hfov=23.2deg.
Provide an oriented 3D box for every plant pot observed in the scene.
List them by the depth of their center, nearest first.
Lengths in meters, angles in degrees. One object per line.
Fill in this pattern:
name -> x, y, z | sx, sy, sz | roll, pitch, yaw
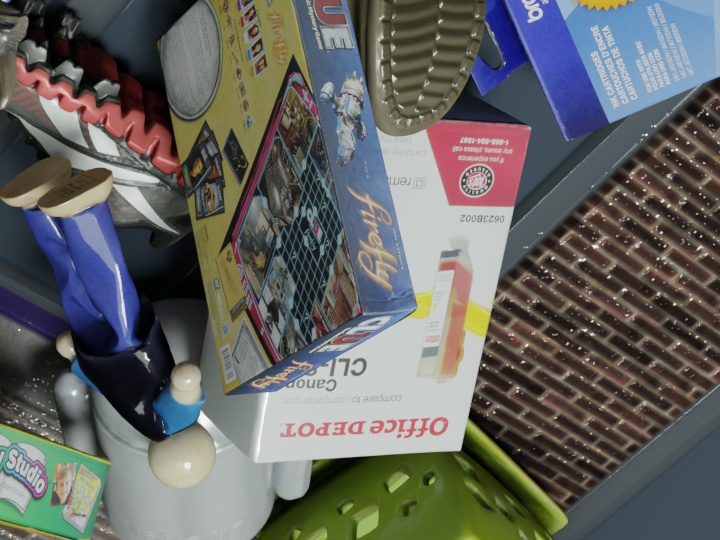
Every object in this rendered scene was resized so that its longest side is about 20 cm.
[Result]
plant pot -> 0.037, 0.206, 1.154 | 0.199, 0.182, 0.199 | -34, 125, 18

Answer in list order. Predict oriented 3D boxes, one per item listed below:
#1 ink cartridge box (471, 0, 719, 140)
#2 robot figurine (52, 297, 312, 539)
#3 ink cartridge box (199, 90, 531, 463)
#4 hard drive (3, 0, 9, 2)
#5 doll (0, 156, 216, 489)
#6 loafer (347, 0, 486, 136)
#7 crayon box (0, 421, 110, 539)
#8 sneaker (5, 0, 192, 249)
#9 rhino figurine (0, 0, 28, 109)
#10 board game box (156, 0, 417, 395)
ink cartridge box -> 0.144, -0.163, 0.944 | 0.198, 0.077, 0.137 | -22, 128, 12
robot figurine -> -0.109, 0.100, 1.095 | 0.167, 0.113, 0.202 | 5, 129, 6
ink cartridge box -> 0.000, 0.000, 0.988 | 0.144, 0.083, 0.202 | 0, 110, -31
hard drive -> -0.270, -0.138, 0.871 | 0.199, 0.025, 0.132 | -39, 87, 7
doll -> -0.128, 0.039, 0.957 | 0.048, 0.136, 0.202 | -37, 123, -30
loafer -> 0.018, -0.171, 0.892 | 0.075, 0.067, 0.203 | -6, 103, -36
crayon box -> -0.269, 0.100, 1.008 | 0.171, 0.059, 0.200 | 11, 169, 28
sneaker -> -0.155, -0.077, 0.975 | 0.199, 0.071, 0.098 | 31, 117, -29
rhino figurine -> -0.221, -0.155, 0.818 | 0.087, 0.060, 0.201 | -37, 84, 4
board game box -> -0.042, -0.053, 0.887 | 0.034, 0.202, 0.135 | -2, 162, -35
